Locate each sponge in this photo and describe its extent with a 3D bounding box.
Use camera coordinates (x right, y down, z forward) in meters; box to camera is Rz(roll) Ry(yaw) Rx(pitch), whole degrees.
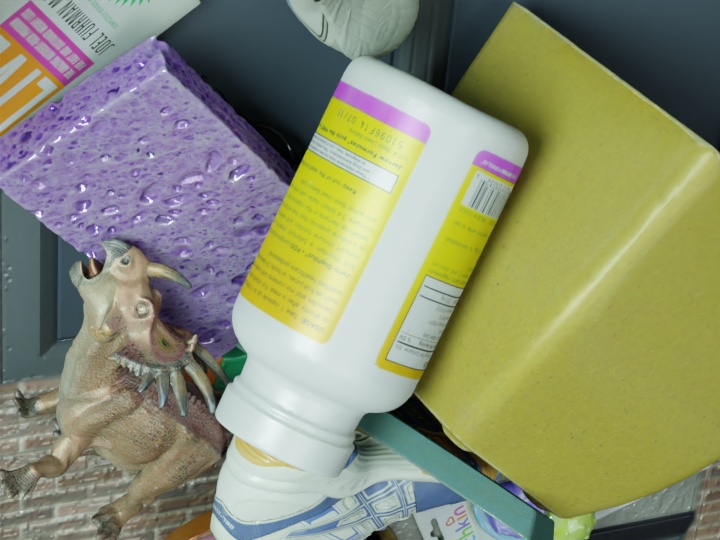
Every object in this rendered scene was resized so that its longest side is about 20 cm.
[{"bbox_3d":[-0.092,-0.033,1.129,0.111,0.030,0.200,-31,138,15],"label":"sponge"}]

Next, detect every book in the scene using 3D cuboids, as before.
[{"bbox_3d":[-0.184,-0.105,1.049,0.200,0.048,0.134,-38,158,2],"label":"book"}]

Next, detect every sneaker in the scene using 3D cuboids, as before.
[{"bbox_3d":[-0.022,-0.168,1.050,0.072,0.072,0.200,-45,158,-7],"label":"sneaker"},{"bbox_3d":[-0.008,0.125,1.256,0.199,0.075,0.089,7,118,-41],"label":"sneaker"}]

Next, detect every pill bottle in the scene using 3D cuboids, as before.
[{"bbox_3d":[0.000,0.000,1.098,0.104,0.104,0.201,23,95,-35],"label":"pill bottle"}]

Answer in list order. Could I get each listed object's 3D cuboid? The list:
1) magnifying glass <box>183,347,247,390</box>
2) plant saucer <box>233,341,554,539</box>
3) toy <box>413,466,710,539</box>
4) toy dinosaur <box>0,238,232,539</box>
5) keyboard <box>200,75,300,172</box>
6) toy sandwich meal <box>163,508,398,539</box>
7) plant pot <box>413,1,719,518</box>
[{"bbox_3d":[-0.067,0.057,1.253,0.199,0.022,0.080,6,118,-30],"label":"magnifying glass"},{"bbox_3d":[0.021,0.091,1.180,0.019,0.199,0.070,-58,160,-2],"label":"plant saucer"},{"bbox_3d":[0.135,0.138,1.381,0.199,0.047,0.116,-27,127,-7],"label":"toy"},{"bbox_3d":[-0.114,0.078,1.172,0.135,0.086,0.200,-27,146,12],"label":"toy dinosaur"},{"bbox_3d":[-0.083,-0.052,1.168,0.104,0.040,0.200,-32,138,21],"label":"keyboard"},{"bbox_3d":[-0.049,0.219,1.333,0.204,0.070,0.206,-12,125,-18],"label":"toy sandwich meal"},{"bbox_3d":[0.117,0.014,1.177,0.200,0.194,0.195,-48,132,2],"label":"plant pot"}]
